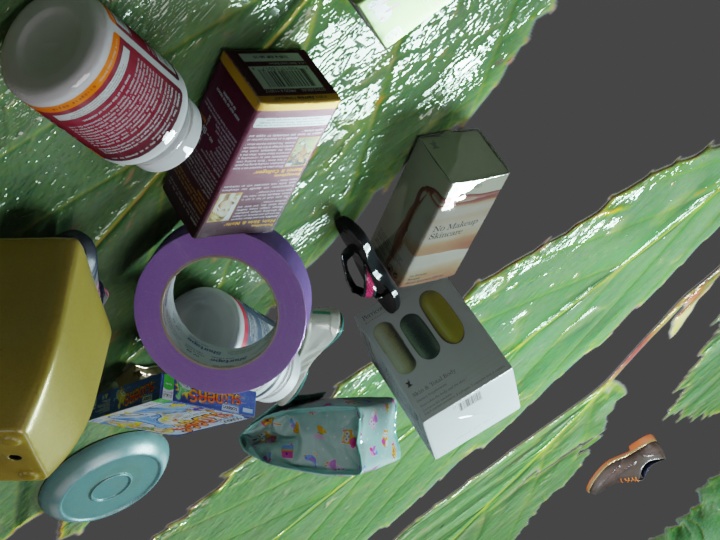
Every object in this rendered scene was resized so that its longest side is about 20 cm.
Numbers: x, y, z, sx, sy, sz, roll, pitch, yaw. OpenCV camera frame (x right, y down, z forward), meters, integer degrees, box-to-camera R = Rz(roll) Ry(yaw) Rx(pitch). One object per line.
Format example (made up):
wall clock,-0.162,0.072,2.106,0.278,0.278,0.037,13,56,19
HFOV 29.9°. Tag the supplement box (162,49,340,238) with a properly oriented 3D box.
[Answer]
supplement box,-0.120,-0.135,1.449,0.110,0.086,0.200,-8,141,-40

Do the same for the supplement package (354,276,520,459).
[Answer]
supplement package,0.113,0.135,1.970,0.152,0.200,0.151,-31,150,-6

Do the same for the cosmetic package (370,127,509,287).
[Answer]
cosmetic package,0.101,-0.080,1.752,0.103,0.087,0.200,-13,145,-31

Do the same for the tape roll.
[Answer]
tape roll,-0.158,0.039,1.563,0.200,0.200,0.066,-41,-169,13

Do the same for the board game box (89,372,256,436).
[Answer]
board game box,-0.241,0.172,1.709,0.135,0.035,0.200,15,159,-33

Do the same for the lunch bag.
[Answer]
lunch bag,-0.060,0.243,2.007,0.200,0.122,0.170,-3,178,23

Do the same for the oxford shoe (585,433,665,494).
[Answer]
oxford shoe,0.606,0.460,3.086,0.200,0.073,0.071,-40,151,12

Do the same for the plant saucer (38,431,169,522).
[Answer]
plant saucer,-0.361,0.302,1.926,0.200,0.027,0.200,-25,151,-15

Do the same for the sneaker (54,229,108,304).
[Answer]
sneaker,-0.318,0.018,1.517,0.082,0.070,0.200,-31,159,-42

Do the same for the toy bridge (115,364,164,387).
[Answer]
toy bridge,-0.248,0.156,1.818,0.067,0.027,0.200,-41,150,8

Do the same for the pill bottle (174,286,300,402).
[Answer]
pill bottle,-0.161,0.104,1.734,0.120,0.120,0.200,-38,151,8

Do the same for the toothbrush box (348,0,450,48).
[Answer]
toothbrush box,0.055,-0.332,1.268,0.200,0.146,0.086,-37,150,5

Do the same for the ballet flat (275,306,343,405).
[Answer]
ballet flat,-0.094,0.114,1.881,0.069,0.070,0.200,-6,145,-40

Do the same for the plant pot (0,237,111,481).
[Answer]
plant pot,-0.373,0.102,1.367,0.194,0.200,0.196,-1,146,1

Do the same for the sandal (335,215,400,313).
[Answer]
sandal,0.000,0.000,1.785,0.045,0.075,0.200,-46,145,-12

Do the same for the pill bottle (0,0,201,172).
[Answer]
pill bottle,-0.233,-0.168,1.258,0.113,0.113,0.200,-38,150,7
